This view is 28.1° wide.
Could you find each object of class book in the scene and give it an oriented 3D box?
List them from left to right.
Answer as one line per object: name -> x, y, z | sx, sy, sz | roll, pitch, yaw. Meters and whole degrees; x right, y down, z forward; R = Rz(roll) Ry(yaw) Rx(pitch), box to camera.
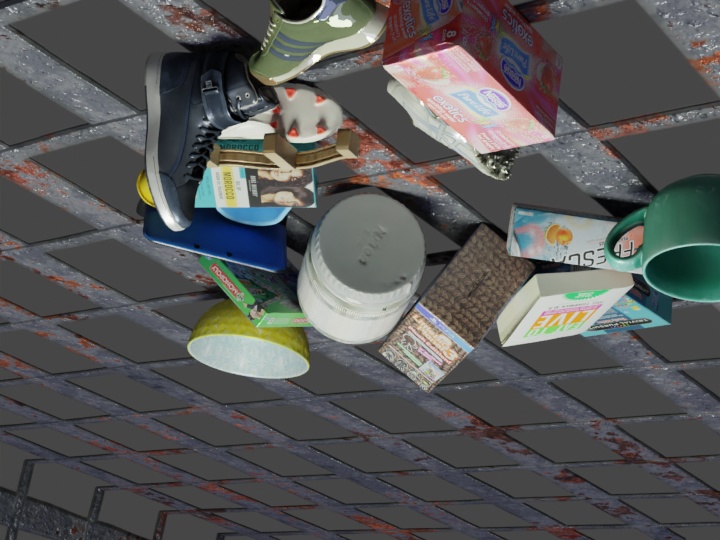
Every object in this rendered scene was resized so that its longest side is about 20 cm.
book -> 0.277, 0.046, 1.966 | 0.133, 0.048, 0.200 | -5, 161, -12

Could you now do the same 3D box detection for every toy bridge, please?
toy bridge -> -0.092, -0.136, 1.656 | 0.199, 0.027, 0.067 | -2, 165, 22

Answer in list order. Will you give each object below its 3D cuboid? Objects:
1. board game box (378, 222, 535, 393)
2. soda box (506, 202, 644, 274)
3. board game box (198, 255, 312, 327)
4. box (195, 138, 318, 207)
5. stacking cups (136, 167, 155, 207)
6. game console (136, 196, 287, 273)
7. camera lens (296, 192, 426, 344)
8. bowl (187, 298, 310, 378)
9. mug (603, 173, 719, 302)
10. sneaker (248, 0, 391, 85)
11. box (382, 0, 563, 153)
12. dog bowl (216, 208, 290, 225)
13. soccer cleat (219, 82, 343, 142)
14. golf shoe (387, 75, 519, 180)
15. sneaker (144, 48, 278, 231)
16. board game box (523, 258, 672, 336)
board game box -> 0.131, 0.055, 1.992 | 0.097, 0.160, 0.200 | 39, 152, 2
soda box -> 0.290, -0.040, 1.841 | 0.198, 0.064, 0.068 | 8, -171, 1
board game box -> -0.127, 0.025, 2.032 | 0.029, 0.135, 0.200 | -50, 157, 17
box -> -0.152, -0.119, 1.739 | 0.198, 0.049, 0.083 | 0, 141, 3
stacking cups -> -0.222, -0.145, 1.827 | 0.060, 0.061, 0.200 | 18, 151, -23
game console -> -0.209, -0.044, 1.974 | 0.199, 0.119, 0.171 | 15, 157, -14
camera lens -> 0.000, 0.000, 1.946 | 0.159, 0.161, 0.200 | 10, 158, -5
bowl -> -0.171, 0.090, 2.300 | 0.199, 0.108, 0.200 | 8, 158, 3
mug -> 0.403, -0.050, 1.729 | 0.184, 0.115, 0.152 | 15, 153, -13
sneaker -> -0.065, -0.258, 1.480 | 0.199, 0.067, 0.090 | -13, 139, 45
box -> 0.117, -0.212, 1.464 | 0.094, 0.103, 0.200 | -8, 152, 35
dog bowl -> -0.129, -0.113, 1.865 | 0.111, 0.050, 0.200 | 15, 158, -16
soccer cleat -> -0.116, -0.184, 1.684 | 0.198, 0.070, 0.078 | -1, -174, 7
golf shoe -> 0.108, -0.173, 1.631 | 0.097, 0.079, 0.200 | 12, 160, 41
sneaker -> -0.164, -0.148, 1.608 | 0.145, 0.204, 0.077 | -2, -178, 16
board game box -> 0.329, 0.031, 2.053 | 0.150, 0.047, 0.200 | -11, 151, 41
